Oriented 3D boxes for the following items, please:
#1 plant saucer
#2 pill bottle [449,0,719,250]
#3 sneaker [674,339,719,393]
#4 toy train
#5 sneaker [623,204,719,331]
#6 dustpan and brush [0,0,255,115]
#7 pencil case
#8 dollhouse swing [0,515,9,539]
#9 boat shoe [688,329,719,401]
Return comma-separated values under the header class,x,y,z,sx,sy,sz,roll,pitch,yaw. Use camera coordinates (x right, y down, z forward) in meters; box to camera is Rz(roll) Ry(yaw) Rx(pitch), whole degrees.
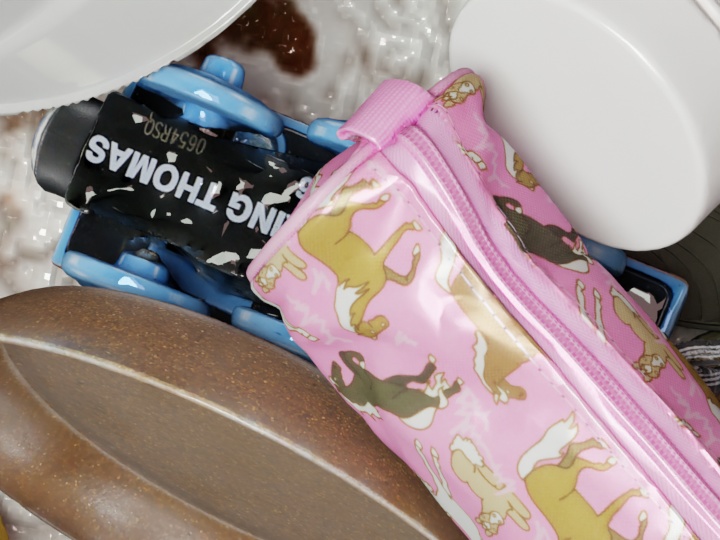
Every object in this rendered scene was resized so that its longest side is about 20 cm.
class,x,y,z,sx,sy,sz,roll,pitch,yaw
plant saucer,-0.037,0.060,0.736,0.199,0.200,0.035,25,69,2
pill bottle,0.115,-0.097,0.688,0.111,0.111,0.200,46,62,1
sneaker,0.173,0.024,0.703,0.199,0.076,0.114,20,131,-36
toy train,0.000,0.000,0.751,0.199,0.114,0.087,22,87,11
sneaker,0.160,-0.051,0.783,0.199,0.106,0.075,-20,115,30
dustpan and brush,-0.036,-0.110,0.714,0.057,0.199,0.140,33,63,-37
pencil case,0.057,0.044,0.634,0.200,0.083,0.087,49,118,8
dollhouse swing,-0.215,0.134,0.744,0.181,0.176,0.201,33,94,1
boat shoe,0.184,0.075,0.775,0.199,0.074,0.076,17,92,2
